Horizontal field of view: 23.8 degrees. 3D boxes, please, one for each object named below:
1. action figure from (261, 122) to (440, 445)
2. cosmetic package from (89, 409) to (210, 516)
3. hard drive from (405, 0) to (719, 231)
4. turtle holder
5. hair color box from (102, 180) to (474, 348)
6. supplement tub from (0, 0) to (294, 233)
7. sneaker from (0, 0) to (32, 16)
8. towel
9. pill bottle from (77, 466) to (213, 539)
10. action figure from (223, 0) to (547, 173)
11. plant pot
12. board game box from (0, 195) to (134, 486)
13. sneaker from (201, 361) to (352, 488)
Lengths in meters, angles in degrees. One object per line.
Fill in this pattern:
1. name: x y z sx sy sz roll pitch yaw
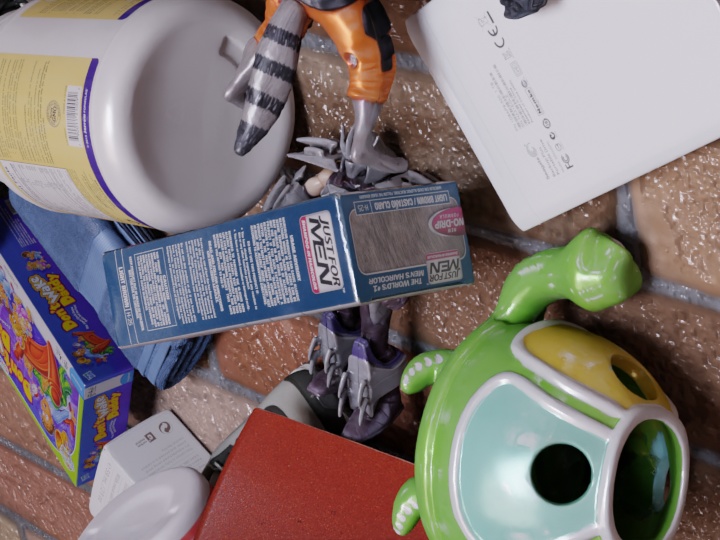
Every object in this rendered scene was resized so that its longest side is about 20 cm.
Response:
1. action figure: 0.000 0.000 1.034 0.130 0.069 0.201 33 135 40
2. cosmetic package: -0.123 0.219 1.348 0.200 0.074 0.102 45 144 21
3. hard drive: 0.112 -0.108 0.846 0.200 0.027 0.133 -27 93 56
4. turtle holder: 0.112 0.086 0.917 0.131 0.186 0.141 6 152 49
5. hair color box: -0.044 -0.002 0.961 0.199 0.100 0.061 -11 89 43
6. supplement tub: -0.154 -0.104 1.078 0.199 0.145 0.146 11 124 48
7. sneaker: -0.263 -0.178 1.225 0.199 0.074 0.080 33 136 32
8. towel: -0.185 -0.011 1.272 0.200 0.048 0.112 51 149 10
9. pill bottle: -0.104 0.247 1.195 0.114 0.114 0.201 -5 124 52
10. action figure: -0.001 -0.147 0.862 0.200 0.104 0.195 35 125 45
11. plant pot: -0.009 0.234 1.064 0.199 0.177 0.201 14 147 41
12. board game box: -0.253 0.055 1.380 0.200 0.045 0.135 51 147 29
13. sneaker: -0.061 0.132 1.199 0.074 0.079 0.200 53 144 11
